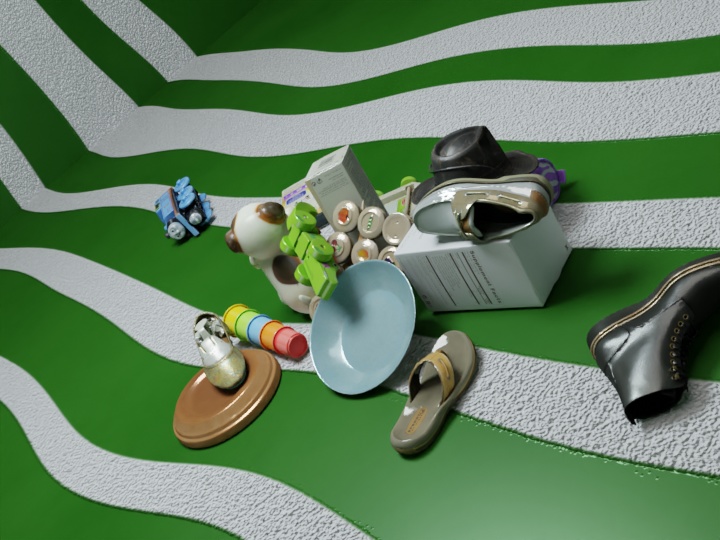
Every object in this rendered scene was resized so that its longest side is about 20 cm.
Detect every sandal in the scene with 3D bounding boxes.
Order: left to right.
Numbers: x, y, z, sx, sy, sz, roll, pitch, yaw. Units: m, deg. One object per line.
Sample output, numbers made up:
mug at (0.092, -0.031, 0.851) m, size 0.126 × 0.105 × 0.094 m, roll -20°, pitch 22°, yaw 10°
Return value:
sandal at (0.091, 0.148, 1.254) m, size 0.080 × 0.054 × 0.200 m, roll -5°, pitch 39°, yaw 43°

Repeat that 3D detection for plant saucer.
plant saucer at (-0.220, 0.194, 1.536) m, size 0.200 × 0.038 × 0.200 m, roll -26°, pitch 30°, yaw 16°
plant saucer at (0.011, 0.085, 1.402) m, size 0.201 × 0.039 × 0.202 m, roll -17°, pitch 62°, yaw 36°

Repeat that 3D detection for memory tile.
memory tile at (0.000, 0.000, 1.465) m, size 0.153 × 0.017 × 0.201 m, roll 17°, pitch 94°, yaw 34°

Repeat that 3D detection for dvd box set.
dvd box set at (-0.089, -0.141, 1.923) m, size 0.146 × 0.029 × 0.200 m, roll -29°, pitch 28°, yaw 10°

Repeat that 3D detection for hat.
hat at (0.159, -0.167, 1.428) m, size 0.200 × 0.081 × 0.201 m, roll -17°, pitch 17°, yaw 6°

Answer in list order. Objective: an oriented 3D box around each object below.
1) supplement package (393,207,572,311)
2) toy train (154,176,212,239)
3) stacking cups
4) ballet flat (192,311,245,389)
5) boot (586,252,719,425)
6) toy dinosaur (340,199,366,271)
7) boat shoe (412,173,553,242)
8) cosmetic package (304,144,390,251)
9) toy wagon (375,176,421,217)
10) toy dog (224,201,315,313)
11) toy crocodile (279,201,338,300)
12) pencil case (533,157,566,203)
supplement package at (0.174, -0.027, 1.367) m, size 0.200 × 0.120 × 0.121 m, roll -6°, pitch 38°, yaw 42°
toy train at (-0.407, -0.136, 2.210) m, size 0.114 × 0.087 × 0.200 m, roll -42°, pitch 30°, yaw 5°
stacking cups at (-0.158, 0.107, 1.592) m, size 0.061 × 0.061 × 0.200 m, roll -44°, pitch 33°, yaw -18°
ballet flat at (-0.236, 0.123, 1.555) m, size 0.071 × 0.071 × 0.200 m, roll -35°, pitch 28°, yaw -1°
boot at (0.360, 0.079, 1.067) m, size 0.200 × 0.077 × 0.139 m, roll -39°, pitch 29°, yaw 20°
toy dinosaur at (-0.010, 0.005, 1.502) m, size 0.060 × 0.106 × 0.200 m, roll -22°, pitch -35°, yaw -56°
boat shoe at (0.150, -0.078, 1.265) m, size 0.199 × 0.075 × 0.068 m, roll -12°, pitch 31°, yaw 34°
cosmetic package at (-0.005, -0.092, 1.562) m, size 0.073 × 0.200 × 0.104 m, roll -25°, pitch 17°, yaw 16°
toy wagon at (0.073, -0.106, 1.687) m, size 0.199 × 0.040 × 0.155 m, roll -22°, pitch 31°, yaw 22°
toy dog at (-0.135, -0.027, 1.601) m, size 0.139 × 0.200 × 0.194 m, roll -31°, pitch 26°, yaw 25°
toy crocodile at (-0.073, -0.032, 1.477) m, size 0.068 × 0.062 × 0.200 m, roll -63°, pitch 36°, yaw 29°
pencil case at (0.220, -0.133, 1.533) m, size 0.085 × 0.084 × 0.200 m, roll -9°, pitch 8°, yaw -42°
